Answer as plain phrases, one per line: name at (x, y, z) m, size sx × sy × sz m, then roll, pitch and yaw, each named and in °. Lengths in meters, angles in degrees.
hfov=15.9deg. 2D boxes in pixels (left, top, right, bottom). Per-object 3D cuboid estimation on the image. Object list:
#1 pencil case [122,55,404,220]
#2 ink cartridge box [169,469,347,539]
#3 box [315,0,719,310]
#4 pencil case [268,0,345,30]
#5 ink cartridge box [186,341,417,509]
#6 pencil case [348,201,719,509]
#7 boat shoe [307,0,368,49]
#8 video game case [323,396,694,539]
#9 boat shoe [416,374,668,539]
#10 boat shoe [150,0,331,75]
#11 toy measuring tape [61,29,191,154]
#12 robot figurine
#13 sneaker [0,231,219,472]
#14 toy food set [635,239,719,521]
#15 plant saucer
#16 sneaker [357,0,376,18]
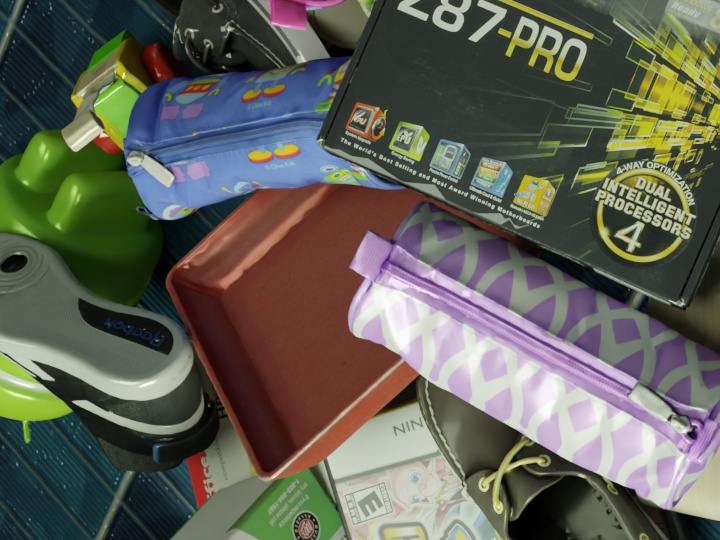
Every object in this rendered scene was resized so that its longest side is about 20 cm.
pencil case at (-0.048, -0.075, 1.406) m, size 0.199 × 0.087 × 0.079 m, roll -6°, pitch 100°, yaw 43°
ink cartridge box at (-0.039, 0.231, 1.429) m, size 0.084 × 0.145 × 0.201 m, roll -24°, pitch 104°, yaw 41°
box at (0.100, -0.093, 1.250) m, size 0.199 × 0.049 × 0.162 m, roll 25°, pitch 90°, yaw 11°
pencil case at (-0.048, -0.214, 1.408) m, size 0.200 × 0.088 × 0.089 m, roll -111°, pitch 39°, yaw -56°
ink cartridge box at (-0.044, 0.087, 1.509) m, size 0.199 × 0.067 × 0.117 m, roll -20°, pitch 82°, yaw 42°
pencil case at (0.091, 0.041, 1.250) m, size 0.199 × 0.085 × 0.084 m, roll 27°, pitch 98°, yaw 11°
boat shoe at (0.035, -0.203, 1.418) m, size 0.200 × 0.072 × 0.063 m, roll -52°, pitch 20°, yaw 40°
video game case at (0.087, 0.154, 1.377) m, size 0.180 × 0.025 × 0.201 m, roll -19°, pitch 82°, yaw 15°
boat shoe at (0.099, 0.116, 1.329) m, size 0.072 × 0.061 × 0.201 m, roll -45°, pitch 77°, yaw 9°
boat shoe at (-0.085, -0.147, 1.497) m, size 0.200 × 0.066 × 0.070 m, roll 48°, pitch 169°, yaw 29°
toy measuring tape at (-0.135, -0.089, 1.513) m, size 0.073 × 0.200 × 0.074 m, roll 0°, pitch 109°, yaw 1°
robot figurine at (-0.196, 0.008, 1.604) m, size 0.176 × 0.115 × 0.201 m, roll 47°, pitch 125°, yaw 34°
sneaker at (-0.167, 0.059, 1.500) m, size 0.199 × 0.073 × 0.112 m, roll 27°, pitch 148°, yaw 36°
toy food set at (0.218, 0.037, 1.279) m, size 0.143 × 0.060 × 0.202 m, roll 10°, pitch 105°, yaw 29°
plant saucer at (0.000, 0.000, 1.396) m, size 0.200 × 0.037 × 0.200 m, roll -43°, pitch 38°, yaw 9°
sneaker at (0.038, -0.162, 1.313) m, size 0.075 × 0.076 × 0.201 m, roll -8°, pitch 95°, yaw 61°
